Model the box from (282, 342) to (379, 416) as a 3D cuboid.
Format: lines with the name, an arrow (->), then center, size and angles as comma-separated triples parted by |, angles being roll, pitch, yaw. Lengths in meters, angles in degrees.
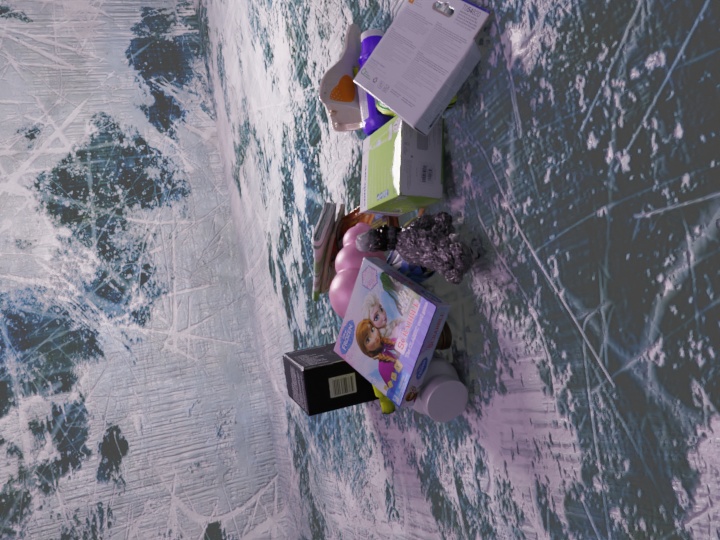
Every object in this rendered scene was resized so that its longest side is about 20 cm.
box -> -0.072, 0.263, 1.635 | 0.196, 0.199, 0.125 | -165, 67, -69

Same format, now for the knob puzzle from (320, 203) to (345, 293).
knob puzzle -> -0.057, -0.032, 1.575 | 0.220, 0.030, 0.221 | 13, -90, -85

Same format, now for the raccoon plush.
raccoon plush -> 0.096, -0.021, 1.082 | 0.134, 0.199, 0.097 | -93, -13, -64

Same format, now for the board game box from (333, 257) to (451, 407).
board game box -> 0.050, 0.106, 1.170 | 0.199, 0.041, 0.201 | 34, 113, 43

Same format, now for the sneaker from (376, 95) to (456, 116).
sneaker -> 0.099, -0.310, 1.124 | 0.200, 0.074, 0.084 | 6, 96, 58

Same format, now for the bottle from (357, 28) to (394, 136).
bottle -> 0.034, -0.359, 1.250 | 0.065, 0.083, 0.201 | -15, 80, 50

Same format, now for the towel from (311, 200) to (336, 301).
towel -> -0.091, -0.045, 1.509 | 0.201, 0.031, 0.150 | 97, -172, -47

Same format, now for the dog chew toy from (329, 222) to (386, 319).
dog chew toy -> 0.000, 0.000, 1.326 | 0.125, 0.124, 0.201 | 136, 138, -66

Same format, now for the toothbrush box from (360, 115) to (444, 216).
toothbrush box -> 0.071, -0.187, 1.186 | 0.200, 0.086, 0.147 | 168, 105, -69

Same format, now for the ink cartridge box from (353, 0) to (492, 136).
ink cartridge box -> 0.100, -0.343, 1.036 | 0.200, 0.041, 0.200 | -54, 46, 15

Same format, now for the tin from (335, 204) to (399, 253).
tin -> 0.014, -0.082, 1.423 | 0.200, 0.042, 0.113 | -27, 68, 51

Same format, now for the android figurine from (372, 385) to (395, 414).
android figurine -> 0.038, 0.218, 1.473 | 0.182, 0.041, 0.201 | -100, -5, -78

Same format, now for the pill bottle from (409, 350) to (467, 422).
pill bottle -> 0.117, 0.201, 1.224 | 0.200, 0.108, 0.109 | -140, 45, -62

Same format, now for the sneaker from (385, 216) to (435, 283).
sneaker -> 0.092, 0.000, 1.216 | 0.082, 0.074, 0.201 | 38, 126, 24

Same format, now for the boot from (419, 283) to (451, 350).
boot -> 0.101, 0.082, 1.265 | 0.200, 0.075, 0.074 | -123, 33, -51

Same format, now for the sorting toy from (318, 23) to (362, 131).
sorting toy -> -0.016, -0.401, 1.345 | 0.200, 0.106, 0.181 | 38, -125, -84

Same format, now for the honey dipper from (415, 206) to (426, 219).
honey dipper -> 0.106, -0.077, 1.253 | 0.201, 0.038, 0.038 | 108, 147, -43
